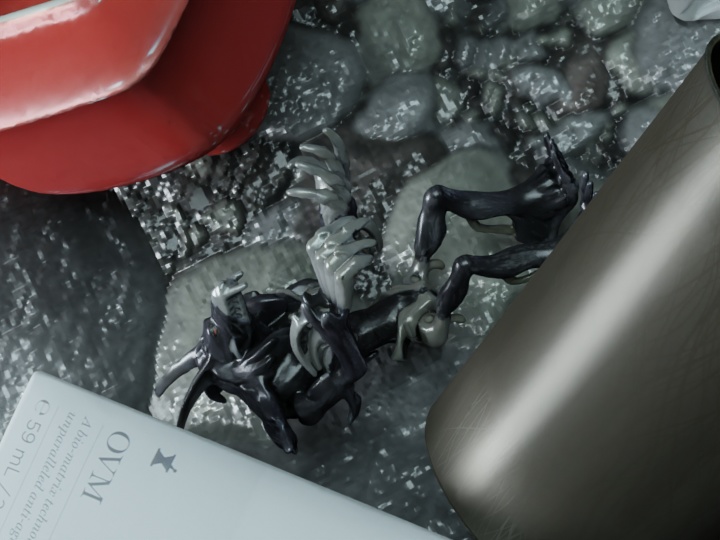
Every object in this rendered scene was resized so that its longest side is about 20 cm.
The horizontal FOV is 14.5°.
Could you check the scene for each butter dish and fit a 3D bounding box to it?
[{"bbox_3d":[-0.095,-0.105,1.204,0.198,0.148,0.201,-10,49,39],"label":"butter dish"}]

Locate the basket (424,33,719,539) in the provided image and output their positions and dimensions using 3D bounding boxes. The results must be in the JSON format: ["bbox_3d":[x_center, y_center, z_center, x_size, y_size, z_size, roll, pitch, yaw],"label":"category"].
[{"bbox_3d":[0.131,0.030,1.096,0.200,0.180,0.137,-46,43,26],"label":"basket"}]

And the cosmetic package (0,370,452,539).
[{"bbox_3d":[-0.071,0.177,1.118,0.199,0.123,0.200,21,77,12],"label":"cosmetic package"}]

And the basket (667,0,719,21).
[{"bbox_3d":[0.224,-0.190,1.188,0.198,0.136,0.124,-1,68,8],"label":"basket"}]

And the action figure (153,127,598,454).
[{"bbox_3d":[0.000,0.000,1.169,0.199,0.103,0.119,-22,34,-3],"label":"action figure"}]
